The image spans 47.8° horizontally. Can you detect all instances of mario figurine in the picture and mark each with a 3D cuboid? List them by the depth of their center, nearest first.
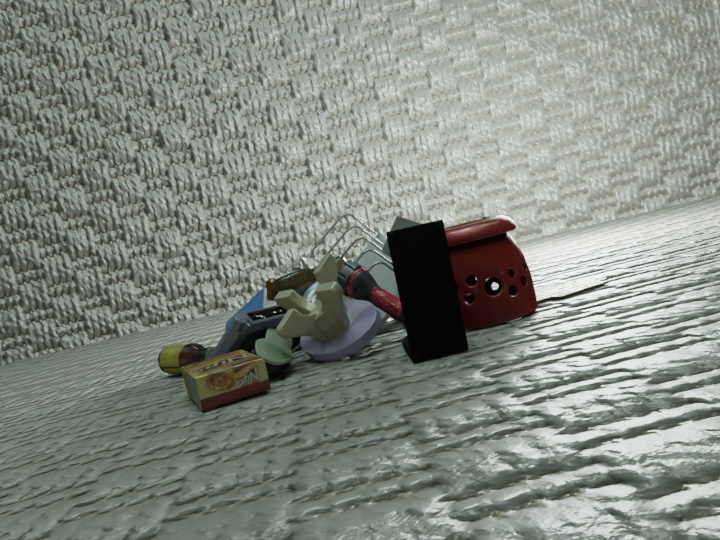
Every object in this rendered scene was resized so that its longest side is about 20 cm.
[{"bbox_3d":[-0.124,0.021,1.868,0.105,0.126,0.198,-27,-6,41],"label":"mario figurine"}]

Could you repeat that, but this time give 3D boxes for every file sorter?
[{"bbox_3d":[0.000,0.000,1.679,0.139,0.124,0.201,-47,39,12],"label":"file sorter"}]

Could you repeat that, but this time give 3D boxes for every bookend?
[{"bbox_3d":[0.099,0.027,1.318,0.090,0.205,0.199,-12,3,-1],"label":"bookend"}]

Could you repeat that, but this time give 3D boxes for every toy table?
[{"bbox_3d":[-0.065,0.074,1.459,0.198,0.117,0.186,-20,32,40],"label":"toy table"}]

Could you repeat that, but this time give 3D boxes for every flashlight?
[{"bbox_3d":[0.043,0.051,1.501,0.198,0.069,0.067,30,33,31],"label":"flashlight"}]

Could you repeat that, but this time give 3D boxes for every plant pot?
[{"bbox_3d":[0.213,0.003,1.499,0.196,0.187,0.200,-14,5,1],"label":"plant pot"}]

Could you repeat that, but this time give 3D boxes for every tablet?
[{"bbox_3d":[-0.245,0.121,1.727,0.130,0.014,0.201,-42,22,13],"label":"tablet"}]

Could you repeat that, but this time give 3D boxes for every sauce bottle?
[{"bbox_3d":[-0.358,0.187,1.715,0.065,0.068,0.198,-15,5,-41],"label":"sauce bottle"}]

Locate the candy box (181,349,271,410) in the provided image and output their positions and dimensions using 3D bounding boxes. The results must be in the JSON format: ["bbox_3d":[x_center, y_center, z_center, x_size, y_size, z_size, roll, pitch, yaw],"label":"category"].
[{"bbox_3d":[-0.226,0.177,1.340,0.113,0.057,0.199,-15,3,-18],"label":"candy box"}]

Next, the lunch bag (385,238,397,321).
[{"bbox_3d":[0.115,0.017,1.841,0.198,0.170,0.140,-12,-26,-45],"label":"lunch bag"}]

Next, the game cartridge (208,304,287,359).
[{"bbox_3d":[-0.207,0.133,1.554,0.134,0.042,0.199,-53,-18,20],"label":"game cartridge"}]

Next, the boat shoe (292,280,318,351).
[{"bbox_3d":[-0.104,0.101,1.724,0.066,0.074,0.201,15,62,52],"label":"boat shoe"}]

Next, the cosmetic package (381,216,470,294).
[{"bbox_3d":[0.153,-0.029,1.643,0.198,0.092,0.106,29,-5,-34],"label":"cosmetic package"}]

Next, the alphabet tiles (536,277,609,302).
[{"bbox_3d":[0.398,0.042,1.646,0.196,0.006,0.165,-15,4,-29],"label":"alphabet tiles"}]

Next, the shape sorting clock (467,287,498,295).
[{"bbox_3d":[0.227,0.060,1.721,0.195,0.040,0.200,-14,3,1],"label":"shape sorting clock"}]

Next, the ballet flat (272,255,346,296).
[{"bbox_3d":[-0.101,0.023,1.786,0.197,0.066,0.071,-22,-14,-32],"label":"ballet flat"}]

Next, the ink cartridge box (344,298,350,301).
[{"bbox_3d":[-0.099,0.079,1.979,0.195,0.120,0.067,-13,-11,-3],"label":"ink cartridge box"}]

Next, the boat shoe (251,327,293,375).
[{"bbox_3d":[-0.161,0.156,1.453,0.071,0.061,0.201,28,6,-3],"label":"boat shoe"}]
